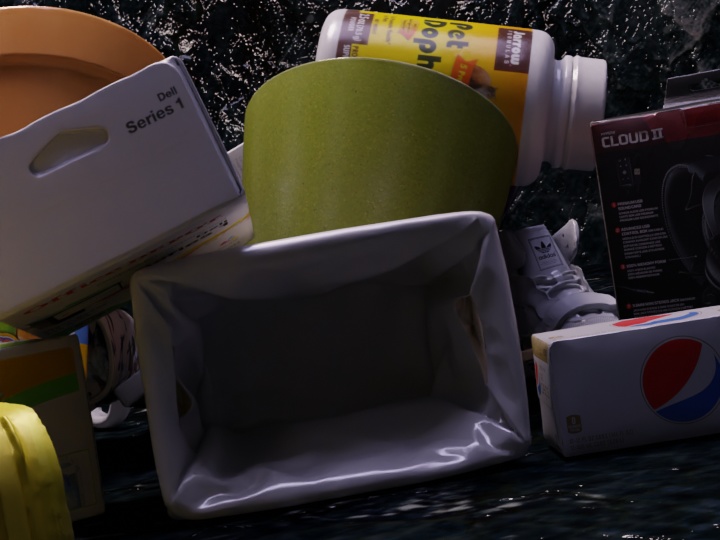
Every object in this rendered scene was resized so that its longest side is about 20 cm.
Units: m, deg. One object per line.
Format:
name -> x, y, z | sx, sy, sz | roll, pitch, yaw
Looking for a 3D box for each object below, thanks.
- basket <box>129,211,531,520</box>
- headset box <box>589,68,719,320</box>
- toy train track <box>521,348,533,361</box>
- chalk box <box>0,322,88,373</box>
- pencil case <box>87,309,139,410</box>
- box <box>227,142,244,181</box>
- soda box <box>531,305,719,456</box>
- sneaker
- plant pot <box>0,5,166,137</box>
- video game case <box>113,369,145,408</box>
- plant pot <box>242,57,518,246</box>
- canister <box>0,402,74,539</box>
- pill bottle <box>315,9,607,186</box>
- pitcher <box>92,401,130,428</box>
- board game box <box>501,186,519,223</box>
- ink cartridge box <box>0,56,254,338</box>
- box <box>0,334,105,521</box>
basket -> -0.023, 0.050, 0.920 | 0.198, 0.137, 0.123 | -9, 0, -10
headset box -> 0.236, -0.029, 1.087 | 0.148, 0.202, 0.077 | -9, 1, 18
toy train track -> 0.086, 0.081, 1.171 | 0.114, 0.033, 0.200 | -16, -4, 1
chalk box -> -0.257, 0.061, 1.079 | 0.124, 0.201, 0.124 | -24, -35, 36
pencil case -> -0.207, 0.067, 1.250 | 0.077, 0.090, 0.200 | 7, -2, 0
box -> -0.044, -0.062, 1.298 | 0.199, 0.098, 0.124 | -30, -3, 5
soda box -> 0.197, 0.052, 0.911 | 0.198, 0.064, 0.068 | -9, 1, -2
sneaker -> 0.152, 0.022, 1.271 | 0.075, 0.116, 0.200 | -9, 2, -21
plant pot -> -0.228, -0.071, 1.196 | 0.198, 0.141, 0.200 | -2, -29, -1
video game case -> -0.117, 0.055, 1.271 | 0.143, 0.017, 0.200 | -38, -3, -5
plant pot -> 0.000, 0.000, 1.083 | 0.186, 0.201, 0.187 | 7, -27, 4
canister -> -0.234, 0.115, 0.674 | 0.199, 0.087, 0.148 | -11, 2, -30
pill bottle -> 0.069, -0.119, 1.173 | 0.198, 0.110, 0.109 | 6, 3, 4
pitcher -> -0.264, 0.039, 1.447 | 0.171, 0.202, 0.121 | -5, 4, 41
board game box -> 0.067, -0.007, 1.312 | 0.056, 0.201, 0.165 | 26, 2, 2
ink cartridge box -> -0.140, -0.032, 0.926 | 0.144, 0.084, 0.200 | -27, -4, -4
box -> -0.254, 0.102, 0.899 | 0.199, 0.102, 0.112 | -10, 2, -42
